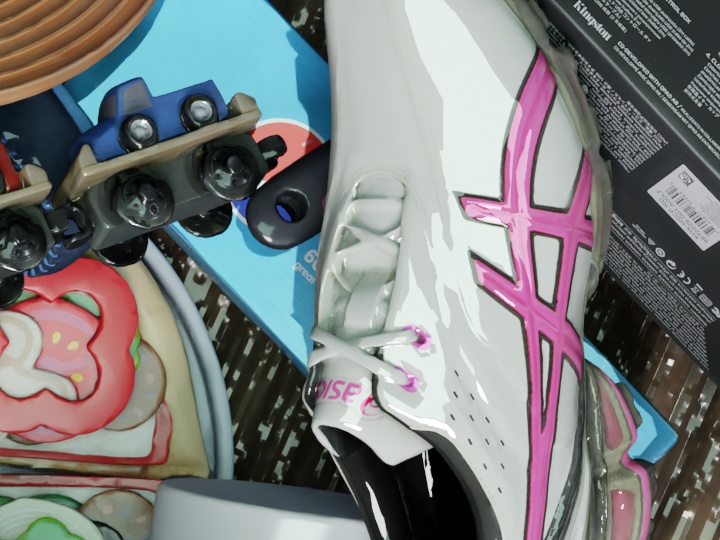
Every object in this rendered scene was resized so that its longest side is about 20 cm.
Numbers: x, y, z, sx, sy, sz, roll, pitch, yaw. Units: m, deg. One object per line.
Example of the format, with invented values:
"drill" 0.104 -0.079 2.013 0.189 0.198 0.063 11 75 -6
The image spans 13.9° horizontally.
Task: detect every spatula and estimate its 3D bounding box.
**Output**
"spatula" 0.037 -0.055 0.866 0.200 0.021 0.057 -33 86 -39

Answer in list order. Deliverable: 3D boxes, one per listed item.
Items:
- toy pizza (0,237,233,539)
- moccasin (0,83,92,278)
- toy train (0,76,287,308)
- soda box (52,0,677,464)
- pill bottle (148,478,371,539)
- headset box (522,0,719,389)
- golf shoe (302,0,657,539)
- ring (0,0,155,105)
"toy pizza" -0.137 0.058 0.889 0.199 0.032 0.202 0 89 -4
"moccasin" -0.162 -0.059 0.855 0.200 0.081 0.068 36 44 14
"toy train" -0.109 -0.013 0.791 0.199 0.034 0.046 -19 73 -28
"soda box" 0.000 0.000 0.883 0.068 0.064 0.200 -44 93 -4
"pill bottle" -0.030 0.165 0.854 0.112 0.112 0.201 8 90 -4
"headset box" 0.142 -0.073 0.860 0.149 0.075 0.200 45 60 -3
"golf shoe" 0.023 0.009 0.784 0.092 0.072 0.201 -27 108 -46
"ring" -0.148 -0.115 0.842 0.199 0.019 0.201 10 48 -12
